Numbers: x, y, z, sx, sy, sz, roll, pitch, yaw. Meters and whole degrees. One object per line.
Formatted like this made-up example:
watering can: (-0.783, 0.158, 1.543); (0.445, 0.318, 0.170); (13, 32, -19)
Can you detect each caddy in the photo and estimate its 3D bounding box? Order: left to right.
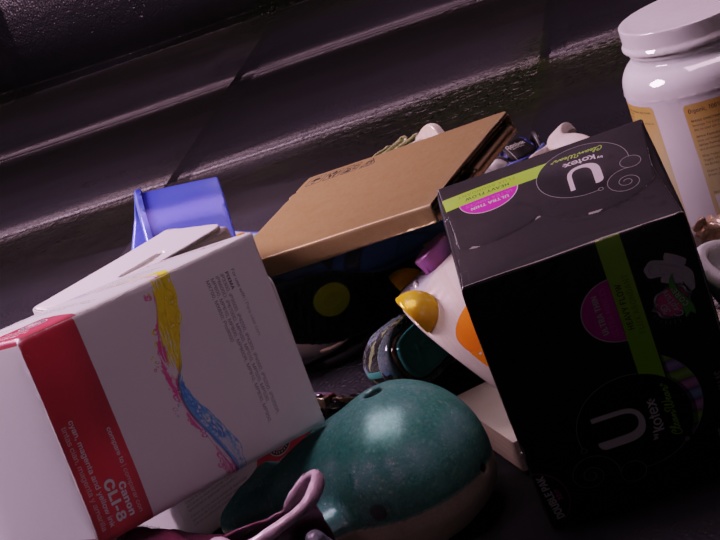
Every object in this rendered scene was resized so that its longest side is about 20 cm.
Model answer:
caddy: (-0.149, 0.016, 1.848); (0.104, 0.201, 0.142); (-17, -24, -3)

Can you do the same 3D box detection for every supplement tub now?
supplement tub: (0.296, -0.122, 1.715); (0.143, 0.201, 0.145); (-19, 17, 6)

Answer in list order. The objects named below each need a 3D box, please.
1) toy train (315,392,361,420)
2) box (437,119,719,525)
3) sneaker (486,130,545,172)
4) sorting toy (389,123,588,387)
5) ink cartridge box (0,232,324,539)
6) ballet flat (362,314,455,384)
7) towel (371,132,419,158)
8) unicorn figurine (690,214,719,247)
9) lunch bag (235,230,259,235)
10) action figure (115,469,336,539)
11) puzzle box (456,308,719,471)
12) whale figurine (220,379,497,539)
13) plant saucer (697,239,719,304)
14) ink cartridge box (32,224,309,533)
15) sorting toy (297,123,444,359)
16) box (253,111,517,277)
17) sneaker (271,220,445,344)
toy train: (-0.040, 0.114, 1.679); (0.046, 0.034, 0.199); (-19, 10, -42)
box: (0.152, 0.033, 1.363); (0.147, 0.201, 0.125); (-20, 32, 6)
sneaker: (0.161, -0.059, 1.829); (0.080, 0.116, 0.199); (-33, 20, -33)
sorting toy: (0.114, -0.026, 1.556); (0.181, 0.106, 0.200); (-55, 7, 6)
ink cartridge box: (-0.155, 0.082, 1.420); (0.199, 0.146, 0.145); (-26, 7, -36)
ballet flat: (0.072, 0.036, 1.734); (0.074, 0.075, 0.199); (-3, 21, 46)
towel: (-0.012, -0.024, 1.875); (0.148, 0.036, 0.201); (-35, -22, -37)
unicorn figurine: (0.202, 0.001, 1.607); (0.199, 0.075, 0.137); (-6, 2, 29)
lunch bag: (-0.161, 0.029, 2.019); (0.199, 0.076, 0.160); (-33, 18, -32)
action figure: (-0.109, 0.199, 1.319); (0.199, 0.150, 0.134); (10, 38, 35)
puzzle box: (0.177, 0.077, 1.540); (0.199, 0.026, 0.133); (-25, 15, -11)
whale figurine: (-0.007, 0.133, 1.448); (0.199, 0.104, 0.159); (-9, 21, 30)
plant saucer: (0.315, 0.028, 1.410); (0.198, 0.051, 0.200); (9, 15, -2)
ink cartridge box: (-0.137, 0.084, 1.592); (0.145, 0.201, 0.083); (-33, 20, -36)
sorting toy: (0.008, 0.004, 1.797); (0.200, 0.107, 0.180); (-39, -12, -32)
box: (0.007, -0.054, 1.624); (0.199, 0.021, 0.164); (-17, 20, 34)
sneaker: (0.000, 0.000, 1.662); (0.199, 0.066, 0.079); (-18, 34, -13)
